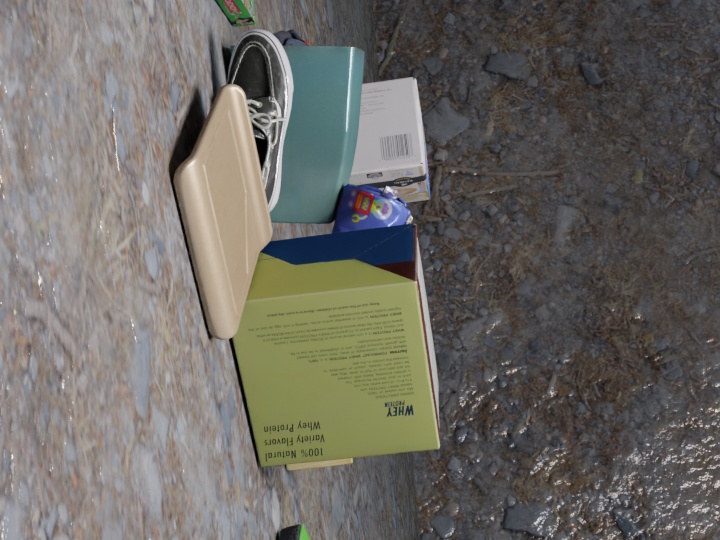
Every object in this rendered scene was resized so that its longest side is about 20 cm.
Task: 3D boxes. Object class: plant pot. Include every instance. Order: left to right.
[{"bbox_3d":[-0.070,-0.158,1.609,0.141,0.140,0.202,-53,143,-82],"label":"plant pot"}]

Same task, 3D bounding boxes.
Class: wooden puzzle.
[{"bbox_3d":[-0.135,-0.060,1.336,0.200,0.037,0.187,-73,156,-59],"label":"wooden puzzle"}]

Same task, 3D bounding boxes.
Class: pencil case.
[{"bbox_3d":[0.000,0.000,1.578,0.078,0.086,0.202,-5,110,-83],"label":"pencil case"}]

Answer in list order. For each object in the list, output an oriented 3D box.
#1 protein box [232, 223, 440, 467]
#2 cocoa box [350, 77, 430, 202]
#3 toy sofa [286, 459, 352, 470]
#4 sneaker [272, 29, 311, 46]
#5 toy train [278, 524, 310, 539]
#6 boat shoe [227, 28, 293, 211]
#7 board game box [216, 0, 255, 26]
[{"bbox_3d":[-0.023,0.079,1.461,0.135,0.196,0.202,-85,167,-63],"label":"protein box"},{"bbox_3d":[-0.010,-0.166,1.881,0.131,0.198,0.135,70,14,-70],"label":"cocoa box"},{"bbox_3d":[-0.045,0.176,1.711,0.200,0.082,0.099,-42,126,-83],"label":"toy sofa"},{"bbox_3d":[-0.104,-0.259,1.776,0.085,0.074,0.200,62,15,-17],"label":"sneaker"},{"bbox_3d":[-0.074,0.337,1.450,0.200,0.041,0.057,-83,155,-68],"label":"toy train"},{"bbox_3d":[-0.117,-0.156,1.456,0.068,0.073,0.201,-17,115,-78],"label":"boat shoe"},{"bbox_3d":[-0.154,-0.396,1.579,0.135,0.029,0.202,52,31,-81],"label":"board game box"}]
